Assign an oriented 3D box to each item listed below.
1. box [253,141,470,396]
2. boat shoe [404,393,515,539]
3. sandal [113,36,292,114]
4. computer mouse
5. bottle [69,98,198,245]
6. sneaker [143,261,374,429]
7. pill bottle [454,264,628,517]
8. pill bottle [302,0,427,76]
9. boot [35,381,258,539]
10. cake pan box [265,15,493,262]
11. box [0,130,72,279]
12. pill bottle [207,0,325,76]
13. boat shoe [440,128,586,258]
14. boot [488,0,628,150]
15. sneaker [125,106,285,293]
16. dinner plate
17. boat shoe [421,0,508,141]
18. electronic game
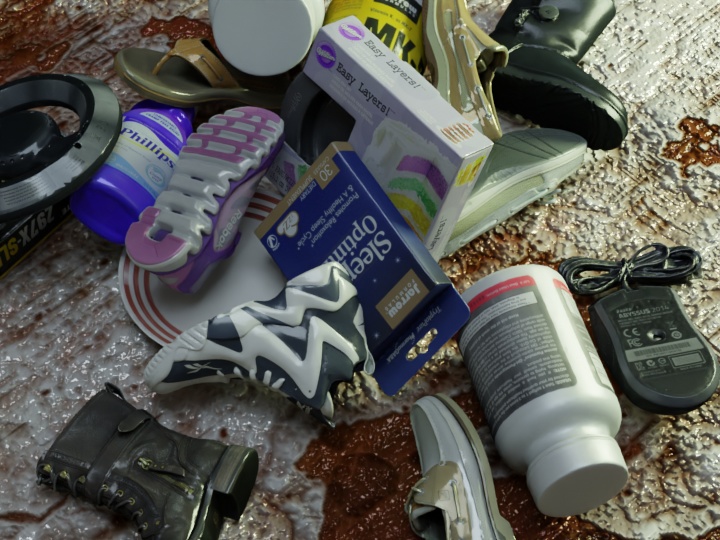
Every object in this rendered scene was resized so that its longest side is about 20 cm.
[{"bbox_3d":[0.000,0.000,1.523,0.200,0.121,0.032,53,28,20],"label":"box"},{"bbox_3d":[0.073,0.191,1.427,0.068,0.075,0.201,-11,55,-16],"label":"boat shoe"},{"bbox_3d":[-0.146,-0.196,1.679,0.199,0.054,0.080,5,35,-29],"label":"sandal"},{"bbox_3d":[0.262,0.062,1.545,0.138,0.053,0.201,-6,43,-7],"label":"computer mouse"},{"bbox_3d":[-0.205,-0.108,1.630,0.083,0.065,0.200,35,38,-9],"label":"bottle"},{"bbox_3d":[-0.078,0.091,1.486,0.198,0.079,0.130,-26,84,-6],"label":"sneaker"},{"bbox_3d":[0.156,0.103,1.471,0.110,0.111,0.201,-12,54,-10],"label":"pill bottle"},{"bbox_3d":[0.010,-0.214,1.703,0.114,0.115,0.201,12,54,8],"label":"pill bottle"},{"bbox_3d":[-0.194,0.194,1.435,0.173,0.069,0.200,16,51,18],"label":"boot"},{"bbox_3d":[0.010,-0.102,1.564,0.052,0.185,0.200,-23,60,-43],"label":"cake pan box"},{"bbox_3d":[-0.367,-0.072,1.633,0.159,0.049,0.200,30,59,23],"label":"box"},{"bbox_3d":[-0.090,-0.271,1.699,0.113,0.115,0.200,1,27,0],"label":"pill bottle"},{"bbox_3d":[0.132,-0.076,1.642,0.201,0.065,0.074,-30,40,-28],"label":"boat shoe"},{"bbox_3d":[0.213,-0.219,1.728,0.199,0.077,0.168,25,59,28],"label":"boot"},{"bbox_3d":[-0.132,-0.060,1.571,0.080,0.089,0.201,18,62,32],"label":"sneaker"},{"bbox_3d":[-0.123,0.005,1.595,0.199,0.024,0.201,0,53,0],"label":"dinner plate"},{"bbox_3d":[0.107,-0.202,1.661,0.076,0.072,0.201,-15,65,22],"label":"boat shoe"},{"bbox_3d":[-0.312,-0.114,1.586,0.199,0.042,0.201,-12,41,11],"label":"electronic game"}]
